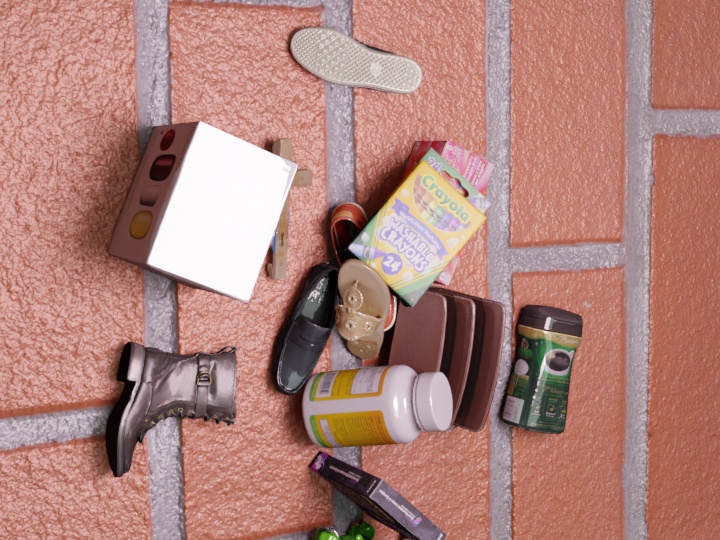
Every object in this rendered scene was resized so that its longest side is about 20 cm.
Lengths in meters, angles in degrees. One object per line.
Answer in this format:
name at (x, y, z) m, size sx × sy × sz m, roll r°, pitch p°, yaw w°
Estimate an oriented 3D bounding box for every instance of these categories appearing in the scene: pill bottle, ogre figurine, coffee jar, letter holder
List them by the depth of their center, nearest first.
pill bottle at (0.026, 0.194, 1.570) m, size 0.111 × 0.198 × 0.112 m, roll 27°, pitch 59°, yaw -60°
ogre figurine at (-0.001, 0.430, 1.633) m, size 0.199 × 0.120 × 0.099 m, roll 13°, pitch 85°, yaw -29°
letter holder at (0.126, 0.135, 1.635) m, size 0.100 × 0.141 × 0.202 m, roll 3°, pitch 99°, yaw -56°
coffee jar at (0.296, 0.159, 1.779) m, size 0.103 × 0.085 × 0.202 m, roll 12°, pitch 90°, yaw -24°

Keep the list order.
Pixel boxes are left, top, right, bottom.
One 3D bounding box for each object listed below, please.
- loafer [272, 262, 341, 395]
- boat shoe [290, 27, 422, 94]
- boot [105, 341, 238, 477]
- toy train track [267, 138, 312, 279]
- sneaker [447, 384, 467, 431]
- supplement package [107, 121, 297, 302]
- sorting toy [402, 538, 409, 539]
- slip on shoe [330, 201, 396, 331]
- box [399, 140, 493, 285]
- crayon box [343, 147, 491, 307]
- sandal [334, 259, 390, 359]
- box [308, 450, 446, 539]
loafer at (-0.076, 0.084, 1.586) m, size 0.068 × 0.070 × 0.202 m, roll 21°, pitch 84°, yaw -11°
boat shoe at (-0.008, -0.302, 1.597) m, size 0.198 × 0.062 × 0.075 m, roll 13°, pitch 94°, yaw -12°
boot at (-0.253, 0.194, 1.511) m, size 0.173 × 0.069 × 0.202 m, roll 12°, pitch 87°, yaw -27°
toy train track at (-0.121, -0.089, 1.573) m, size 0.114 × 0.032 × 0.202 m, roll -10°, pitch 107°, yaw -49°
sneaker at (0.161, 0.156, 1.719) m, size 0.077 × 0.078 × 0.202 m, roll 3°, pitch 103°, yaw -51°
supplement package at (-0.212, -0.079, 1.434) m, size 0.146 × 0.200 × 0.193 m, roll 22°, pitch 84°, yaw -27°
sorting toy at (0.112, 0.526, 1.665) m, size 0.106 × 0.180 × 0.202 m, roll 20°, pitch 86°, yaw -27°
slip on shoe at (0.000, 0.000, 1.613) m, size 0.073 × 0.061 × 0.202 m, roll -13°, pitch 104°, yaw 17°
box at (0.108, -0.089, 1.653) m, size 0.095 × 0.099 × 0.202 m, roll 24°, pitch 84°, yaw -27°
crayon box at (0.088, -0.064, 1.562) m, size 0.126 × 0.052 × 0.200 m, roll 41°, pitch 82°, yaw -5°
sandal at (-0.002, 0.079, 1.566) m, size 0.213 × 0.077 × 0.070 m, roll 86°, pitch 20°, yaw -51°
box at (0.023, 0.333, 1.590) m, size 0.143 × 0.200 × 0.036 m, roll 44°, pitch 75°, yaw -23°
